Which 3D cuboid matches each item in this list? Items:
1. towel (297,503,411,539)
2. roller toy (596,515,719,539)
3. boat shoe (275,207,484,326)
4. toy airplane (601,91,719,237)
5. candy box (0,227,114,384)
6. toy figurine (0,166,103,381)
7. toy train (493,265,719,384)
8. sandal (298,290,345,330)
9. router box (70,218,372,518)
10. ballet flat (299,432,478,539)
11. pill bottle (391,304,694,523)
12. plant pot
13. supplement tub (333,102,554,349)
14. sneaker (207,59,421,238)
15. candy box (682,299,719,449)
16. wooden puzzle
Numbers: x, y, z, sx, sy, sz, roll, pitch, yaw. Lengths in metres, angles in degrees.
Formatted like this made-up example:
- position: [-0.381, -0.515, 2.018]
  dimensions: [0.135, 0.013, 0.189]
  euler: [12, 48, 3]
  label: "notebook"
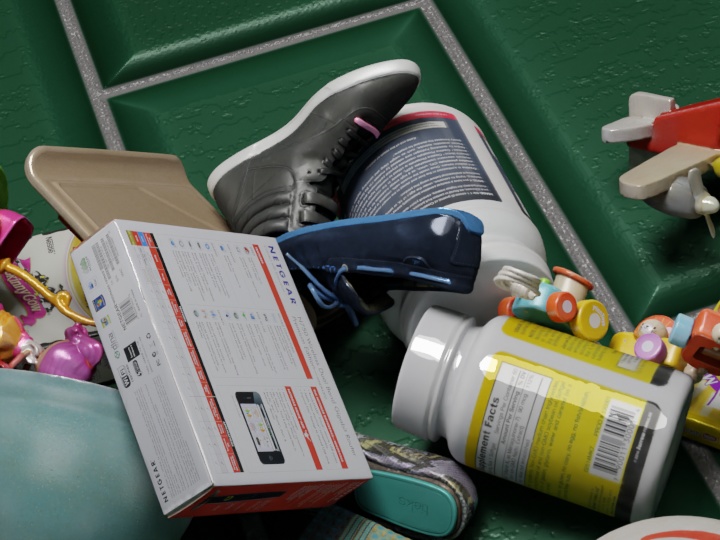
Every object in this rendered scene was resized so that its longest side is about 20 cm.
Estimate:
- position: [0.019, 0.252, 1.350]
  dimensions: [0.199, 0.022, 0.147]
  euler: [21, 58, 29]
  label: "towel"
- position: [0.202, 0.254, 1.241]
  dimensions: [0.199, 0.141, 0.183]
  euler: [17, 48, 26]
  label: "roller toy"
- position: [0.000, 0.000, 1.446]
  dimensions: [0.199, 0.084, 0.069]
  euler: [-12, 74, 45]
  label: "boat shoe"
- position: [0.299, -0.095, 1.614]
  dimensions: [0.198, 0.142, 0.199]
  euler: [-19, 5, 1]
  label: "toy airplane"
- position: [-0.304, 0.048, 1.598]
  dimensions: [0.198, 0.061, 0.137]
  euler: [-15, 45, -7]
  label: "candy box"
- position: [-0.249, 0.043, 1.485]
  dimensions: [0.183, 0.150, 0.201]
  euler: [25, 79, 12]
  label: "toy figurine"
- position: [0.197, 0.031, 1.419]
  dimensions: [0.198, 0.150, 0.056]
  euler: [20, 69, 10]
  label: "toy train"
- position: [-0.077, 0.051, 1.564]
  dimensions: [0.081, 0.055, 0.200]
  euler: [34, 58, 19]
  label: "sandal"
- position: [-0.094, 0.068, 1.359]
  dimensions: [0.049, 0.179, 0.201]
  euler: [-34, 67, 29]
  label: "router box"
- position: [-0.002, 0.150, 1.450]
  dimensions: [0.199, 0.072, 0.072]
  euler: [15, 48, 23]
  label: "ballet flat"
- position: [0.130, 0.099, 1.415]
  dimensions: [0.198, 0.115, 0.115]
  euler: [18, 49, 14]
  label: "pill bottle"
- position: [-0.210, 0.163, 1.388]
  dimensions: [0.198, 0.200, 0.135]
  euler: [7, 72, 17]
  label: "plant pot"
- position: [0.065, -0.025, 1.556]
  dimensions: [0.139, 0.141, 0.201]
  euler: [-16, 43, -8]
  label: "supplement tub"
- position: [-0.023, -0.077, 1.526]
  dimensions: [0.199, 0.071, 0.100]
  euler: [-34, 57, 16]
  label: "sneaker"
- position: [0.310, 0.062, 1.509]
  dimensions: [0.102, 0.027, 0.200]
  euler: [16, 48, 29]
  label: "candy box"
- position: [-0.146, -0.014, 1.501]
  dimensions: [0.200, 0.037, 0.184]
  euler: [49, 26, 24]
  label: "wooden puzzle"
